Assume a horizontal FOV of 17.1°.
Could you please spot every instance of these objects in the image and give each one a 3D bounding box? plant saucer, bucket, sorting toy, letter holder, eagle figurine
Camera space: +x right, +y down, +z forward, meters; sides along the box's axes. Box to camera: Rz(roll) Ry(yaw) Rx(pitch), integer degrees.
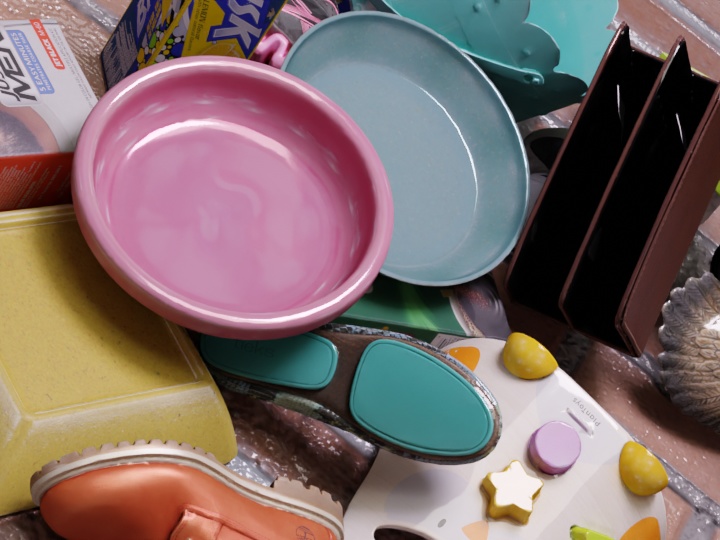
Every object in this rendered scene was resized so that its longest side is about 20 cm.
[{"bbox_3d":[0.022,-0.076,1.597,0.199,0.036,0.201,15,60,-27],"label":"plant saucer"},{"bbox_3d":[0.089,-0.197,1.733,0.207,0.134,0.208,46,32,-40],"label":"bucket"},{"bbox_3d":[-0.081,-0.038,1.461,0.199,0.051,0.202,9,54,-13],"label":"plant saucer"},{"bbox_3d":[0.082,0.154,1.495,0.200,0.107,0.180,43,58,5],"label":"sorting toy"},{"bbox_3d":[0.178,-0.061,1.604,0.100,0.201,0.142,24,-6,14],"label":"letter holder"},{"bbox_3d":[-0.180,0.035,1.419,0.199,0.049,0.201,-9,59,-44],"label":"plant saucer"},{"bbox_3d":[0.314,0.066,1.693,0.151,0.152,0.200,35,6,32],"label":"eagle figurine"}]

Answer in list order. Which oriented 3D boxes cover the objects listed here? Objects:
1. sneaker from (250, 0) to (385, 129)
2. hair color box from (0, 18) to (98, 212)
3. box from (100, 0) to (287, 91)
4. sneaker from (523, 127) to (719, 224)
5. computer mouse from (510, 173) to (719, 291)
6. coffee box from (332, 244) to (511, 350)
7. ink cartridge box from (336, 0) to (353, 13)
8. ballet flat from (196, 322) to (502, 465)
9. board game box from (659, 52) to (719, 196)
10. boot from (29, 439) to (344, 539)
[{"bbox_3d":[-0.030,-0.151,1.677,0.200,0.079,0.095,42,56,1],"label":"sneaker"},{"bbox_3d":[-0.257,-0.093,1.469,0.199,0.064,0.111,-9,59,-41],"label":"hair color box"},{"bbox_3d":[-0.097,-0.183,1.571,0.070,0.200,0.065,9,47,-31],"label":"box"},{"bbox_3d":[0.180,-0.105,1.815,0.198,0.080,0.130,4,48,-34],"label":"sneaker"},{"bbox_3d":[0.190,-0.003,1.721,0.199,0.110,0.044,26,-3,-7],"label":"computer mouse"},{"bbox_3d":[0.000,0.000,1.597,0.199,0.044,0.124,10,48,-31],"label":"coffee box"},{"bbox_3d":[-0.015,-0.216,1.800,0.094,0.037,0.201,17,46,-24],"label":"ink cartridge box"},{"bbox_3d":[-0.003,0.067,1.476,0.199,0.075,0.074,22,37,12],"label":"ballet flat"},{"bbox_3d":[0.283,-0.077,1.725,0.101,0.048,0.200,25,18,-32],"label":"board game box"},{"bbox_3d":[-0.093,0.163,1.350,0.199,0.075,0.108,17,48,-26],"label":"boot"}]
